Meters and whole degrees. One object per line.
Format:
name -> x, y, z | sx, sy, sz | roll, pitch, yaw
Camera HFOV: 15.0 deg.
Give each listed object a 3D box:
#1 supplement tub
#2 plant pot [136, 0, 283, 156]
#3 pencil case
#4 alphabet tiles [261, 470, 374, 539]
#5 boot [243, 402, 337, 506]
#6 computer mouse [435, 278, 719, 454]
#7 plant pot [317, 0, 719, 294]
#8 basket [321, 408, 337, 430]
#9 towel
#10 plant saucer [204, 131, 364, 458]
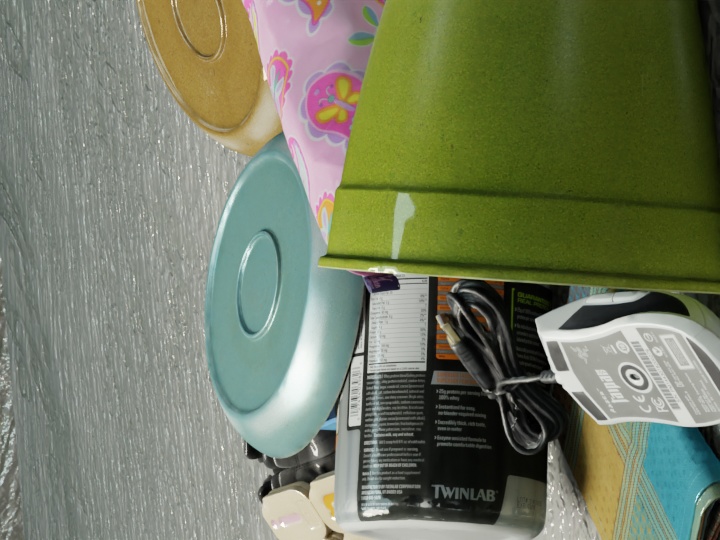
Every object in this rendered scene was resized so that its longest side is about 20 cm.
supplement tub -> 0.048, 0.053, 1.565 | 0.123, 0.122, 0.201 | 144, 130, -73
plant pot -> -0.092, -0.163, 1.693 | 0.200, 0.027, 0.200 | 38, 138, 44
pencil case -> -0.001, -0.091, 1.471 | 0.088, 0.087, 0.200 | 104, 150, -54
alphabet tiles -> 0.018, 0.217, 1.774 | 0.195, 0.015, 0.200 | -23, 105, 46
boot -> -0.015, 0.072, 1.819 | 0.070, 0.131, 0.201 | 171, 91, -76
computer mouse -> 0.128, 0.044, 1.380 | 0.200, 0.044, 0.110 | -5, 124, 51
plant pot -> 0.085, -0.091, 1.315 | 0.200, 0.200, 0.193 | -176, 90, -74
basket -> 0.000, 0.000, 1.714 | 0.176, 0.139, 0.201 | 162, 108, -74
towel -> 0.147, 0.096, 1.466 | 0.200, 0.022, 0.147 | -111, 21, -45
plant saucer -> -0.051, 0.010, 1.614 | 0.200, 0.027, 0.201 | -173, 90, -66
